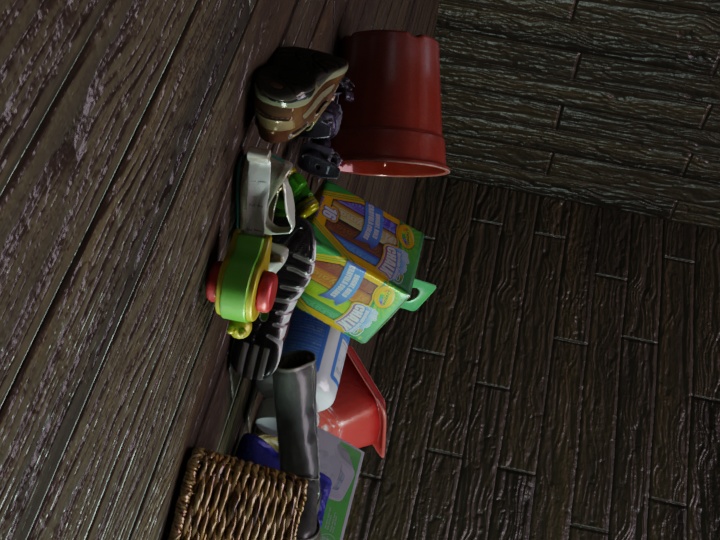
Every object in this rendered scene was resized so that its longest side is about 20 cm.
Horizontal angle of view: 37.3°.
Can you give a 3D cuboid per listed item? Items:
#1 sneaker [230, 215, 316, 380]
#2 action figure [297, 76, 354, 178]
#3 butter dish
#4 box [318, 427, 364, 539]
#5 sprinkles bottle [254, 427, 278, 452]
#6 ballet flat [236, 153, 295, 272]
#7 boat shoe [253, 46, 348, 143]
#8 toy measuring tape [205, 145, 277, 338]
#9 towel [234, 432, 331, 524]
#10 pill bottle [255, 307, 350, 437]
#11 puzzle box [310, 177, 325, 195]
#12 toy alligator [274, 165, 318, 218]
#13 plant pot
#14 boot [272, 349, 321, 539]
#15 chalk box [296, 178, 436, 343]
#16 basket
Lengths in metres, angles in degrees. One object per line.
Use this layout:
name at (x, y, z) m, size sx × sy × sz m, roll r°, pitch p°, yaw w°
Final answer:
sneaker at (-0.103, 0.022, 1.268) m, size 0.116 × 0.075 × 0.201 m, roll -77°, pitch -172°, yaw -78°
action figure at (-0.046, -0.185, 1.401) m, size 0.200 × 0.069 × 0.131 m, roll -74°, pitch 169°, yaw -66°
butter dish at (-0.050, 0.242, 1.897) m, size 0.200 × 0.147 × 0.200 m, roll 58°, pitch -17°, yaw 29°
box at (-0.094, 0.354, 1.532) m, size 0.177 × 0.096 × 0.200 m, roll -46°, pitch -161°, yaw 43°
sprinkles bottle at (-0.105, 0.203, 1.567) m, size 0.200 × 0.068 × 0.069 m, roll -70°, pitch 170°, yaw -56°
ballet flat at (-0.103, -0.033, 1.135) m, size 0.068 × 0.062 × 0.201 m, roll -71°, pitch 171°, yaw -52°
boat shoe at (-0.070, -0.191, 1.155) m, size 0.200 × 0.075 × 0.074 m, roll -51°, pitch 158°, yaw -62°
toy measuring tape at (-0.113, -0.017, 1.043) m, size 0.074 × 0.073 × 0.201 m, roll -68°, pitch 168°, yaw -63°
towel at (-0.122, 0.326, 1.369) m, size 0.050 × 0.147 × 0.201 m, roll -39°, pitch -154°, yaw 43°
pill bottle at (-0.079, 0.124, 1.450) m, size 0.112 × 0.112 × 0.201 m, roll 91°, pitch 12°, yaw -61°
puzzle box at (-0.062, -0.074, 1.680) m, size 0.200 × 0.025 × 0.134 m, roll 5°, pitch 97°, yaw -84°
toy alligator at (-0.088, -0.085, 1.288) m, size 0.054 × 0.059 × 0.200 m, roll -34°, pitch 179°, yaw -3°
plant pot at (0.040, -0.249, 1.604) m, size 0.201 × 0.200 × 0.196 m, roll 19°, pitch 74°, yaw -85°
boot at (-0.077, 0.213, 1.291) m, size 0.182 × 0.072 × 0.201 m, roll -100°, pitch -165°, yaw -76°
chalk box at (0.000, 0.000, 1.397) m, size 0.125 × 0.199 × 0.124 m, roll -51°, pitch -165°, yaw 42°
basket at (-0.167, 0.302, 1.167) m, size 0.143 × 0.148 × 0.201 m, roll -12°, pitch -118°, yaw 60°
